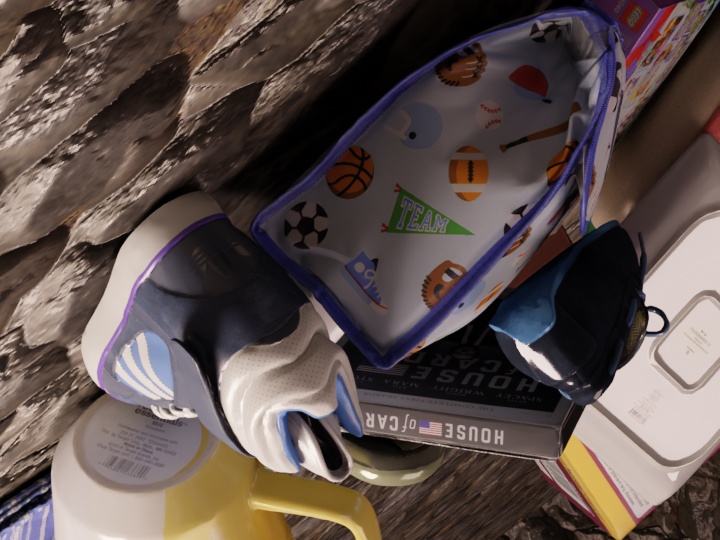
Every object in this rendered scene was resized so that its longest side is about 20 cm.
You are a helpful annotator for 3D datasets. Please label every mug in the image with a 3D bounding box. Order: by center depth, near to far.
[{"bbox_3d":[-0.094,0.139,1.111,0.185,0.150,0.154,-17,135,-11],"label":"mug"}]

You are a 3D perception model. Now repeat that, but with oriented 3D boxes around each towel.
[{"bbox_3d":[-0.208,0.167,1.196,0.199,0.024,0.145,-34,167,-25],"label":"towel"}]

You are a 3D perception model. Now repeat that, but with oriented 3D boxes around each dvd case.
[{"bbox_3d":[0.062,0.051,1.100,0.200,0.149,0.025,-46,139,-65],"label":"dvd case"}]

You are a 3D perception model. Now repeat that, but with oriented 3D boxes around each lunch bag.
[{"bbox_3d":[0.063,-0.053,1.002,0.200,0.124,0.170,-46,176,8],"label":"lunch bag"}]

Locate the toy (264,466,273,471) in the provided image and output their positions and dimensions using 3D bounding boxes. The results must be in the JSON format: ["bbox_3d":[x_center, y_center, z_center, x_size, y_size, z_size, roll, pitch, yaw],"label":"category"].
[{"bbox_3d":[-0.118,0.195,1.445,0.115,0.047,0.200,-3,140,-46],"label":"toy"}]

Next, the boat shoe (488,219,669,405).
[{"bbox_3d":[0.112,0.029,1.009,0.084,0.069,0.200,-39,179,25],"label":"boat shoe"}]

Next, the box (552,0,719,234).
[{"bbox_3d":[0.132,-0.095,1.159,0.201,0.039,0.137,-57,166,26],"label":"box"}]

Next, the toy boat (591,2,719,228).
[{"bbox_3d":[0.239,-0.087,1.260,0.201,0.130,0.131,-55,-169,12],"label":"toy boat"}]

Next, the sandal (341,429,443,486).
[{"bbox_3d":[-0.008,0.091,1.112,0.079,0.058,0.201,-10,-161,-12],"label":"sandal"}]

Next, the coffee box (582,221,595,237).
[{"bbox_3d":[0.192,-0.031,1.417,0.201,0.044,0.123,-67,171,11],"label":"coffee box"}]

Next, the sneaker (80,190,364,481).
[{"bbox_3d":[-0.065,0.062,0.969,0.080,0.147,0.200,-33,165,-25],"label":"sneaker"}]

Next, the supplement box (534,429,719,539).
[{"bbox_3d":[0.198,0.062,1.330,0.200,0.103,0.131,-40,125,-7],"label":"supplement box"}]

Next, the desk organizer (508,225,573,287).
[{"bbox_3d":[0.066,0.039,1.361,0.200,0.077,0.072,-37,-161,-14],"label":"desk organizer"}]

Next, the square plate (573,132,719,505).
[{"bbox_3d":[0.210,0.042,1.239,0.198,0.028,0.200,-49,128,2],"label":"square plate"}]

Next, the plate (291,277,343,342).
[{"bbox_3d":[0.000,0.000,1.203,0.200,0.032,0.199,-41,166,6],"label":"plate"}]
